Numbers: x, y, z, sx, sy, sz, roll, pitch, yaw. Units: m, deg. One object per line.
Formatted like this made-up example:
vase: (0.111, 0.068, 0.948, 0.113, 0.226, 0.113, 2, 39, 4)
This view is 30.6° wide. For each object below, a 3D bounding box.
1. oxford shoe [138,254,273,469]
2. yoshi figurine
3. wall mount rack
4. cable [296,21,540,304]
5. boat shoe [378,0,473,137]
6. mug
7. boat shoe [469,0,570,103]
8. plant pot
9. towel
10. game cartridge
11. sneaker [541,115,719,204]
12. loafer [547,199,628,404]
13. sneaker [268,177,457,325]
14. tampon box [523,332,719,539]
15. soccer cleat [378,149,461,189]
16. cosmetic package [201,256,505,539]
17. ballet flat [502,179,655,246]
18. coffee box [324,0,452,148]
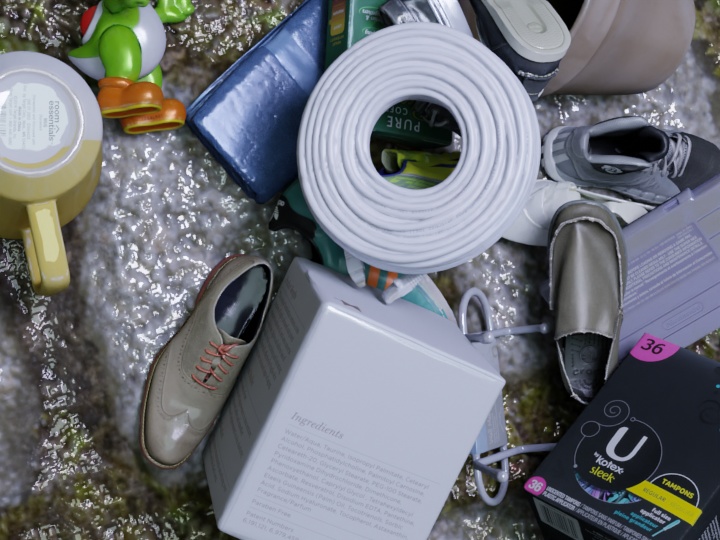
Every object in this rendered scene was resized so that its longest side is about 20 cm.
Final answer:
oxford shoe: (-0.132, 0.074, 1.125, 0.070, 0.075, 0.201, 24, 79, -16)
yoshi figurine: (-0.178, -0.225, 1.118, 0.111, 0.112, 0.202, -1, 78, -37)
wall mount rack: (0.125, 0.113, 1.174, 0.173, 0.074, 0.202, -4, 87, -60)
cable: (0.043, -0.098, 1.056, 0.199, 0.069, 0.201, -29, 81, 8)
boat shoe: (0.076, -0.154, 1.138, 0.071, 0.072, 0.201, -29, 102, -7)
mug: (-0.258, -0.093, 1.053, 0.149, 0.153, 0.187, -46, 101, -17)
boat shoe: (0.120, -0.227, 1.132, 0.071, 0.068, 0.201, -6, 50, -14)
plant pot: (0.209, -0.240, 1.218, 0.173, 0.199, 0.202, 14, 82, -34)
towel: (-0.057, -0.160, 1.179, 0.200, 0.048, 0.112, -45, 105, -18)
game cartridge: (0.283, 0.011, 1.235, 0.199, 0.038, 0.130, -33, 100, 19)
sneaker: (0.282, -0.107, 1.257, 0.199, 0.115, 0.076, 1, 86, -18)
loafer: (0.210, 0.034, 1.200, 0.075, 0.070, 0.201, -5, 111, 10)
sneaker: (0.000, 0.000, 1.184, 0.080, 0.071, 0.200, -44, 100, -5)
tampon box: (0.271, 0.185, 1.173, 0.200, 0.149, 0.127, -48, 137, -23)
soccer cleat: (0.062, -0.084, 1.175, 0.084, 0.065, 0.200, 53, 40, 7)
cosmetic package: (-0.013, 0.123, 1.088, 0.166, 0.167, 0.201, 24, 98, -15)
ballet flat: (0.210, -0.055, 1.254, 0.199, 0.069, 0.070, 11, 83, -18)
coffee box: (0.028, -0.215, 1.165, 0.122, 0.044, 0.202, 4, 86, -35)
